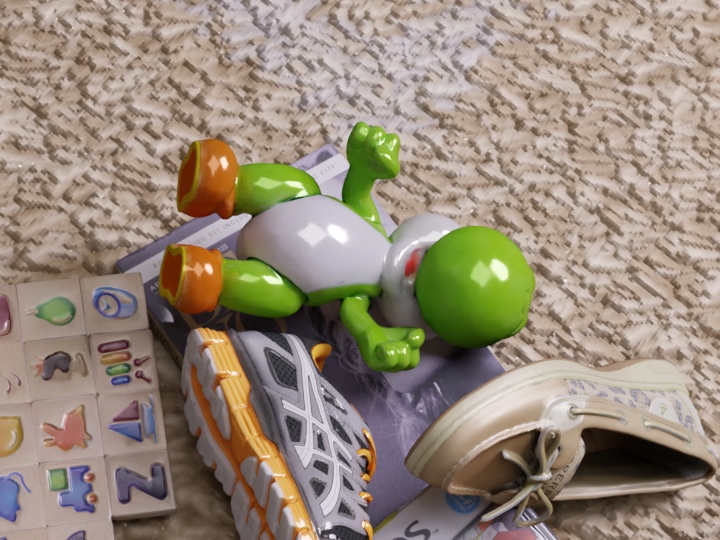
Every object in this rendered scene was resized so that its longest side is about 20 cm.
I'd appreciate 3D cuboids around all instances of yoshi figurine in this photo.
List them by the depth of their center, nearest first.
[{"bbox_3d":[0.005,-0.006,1.084,0.199,0.113,0.112,12,36,-17],"label":"yoshi figurine"}]

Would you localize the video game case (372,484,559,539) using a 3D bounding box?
[{"bbox_3d":[0.055,0.216,1.050,0.180,0.026,0.200,-36,77,-24],"label":"video game case"}]

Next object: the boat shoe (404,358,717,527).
[{"bbox_3d":[0.108,0.088,1.077,0.199,0.073,0.063,-7,55,-42],"label":"boat shoe"}]

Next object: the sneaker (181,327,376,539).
[{"bbox_3d":[-0.024,0.104,1.046,0.077,0.078,0.201,-7,54,-24],"label":"sneaker"}]

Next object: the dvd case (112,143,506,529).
[{"bbox_3d":[-0.017,0.040,1.142,0.148,0.016,0.200,-30,72,-24],"label":"dvd case"}]

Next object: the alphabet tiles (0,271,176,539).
[{"bbox_3d":[-0.178,0.100,1.072,0.166,0.008,0.201,-6,67,-13],"label":"alphabet tiles"}]
